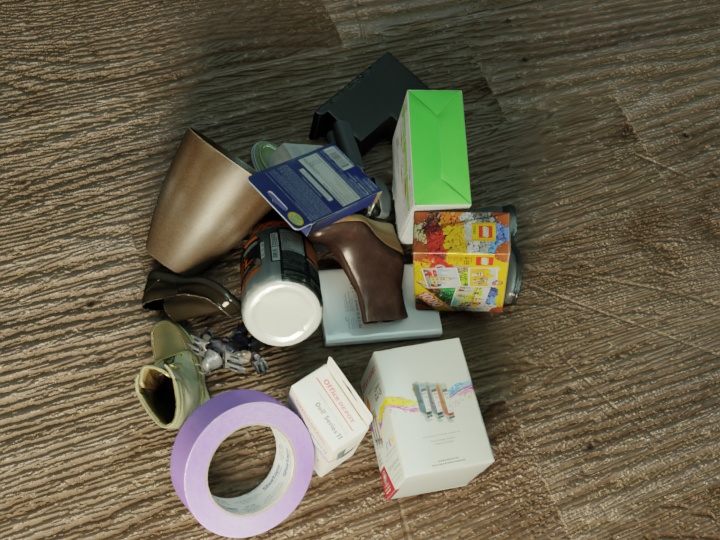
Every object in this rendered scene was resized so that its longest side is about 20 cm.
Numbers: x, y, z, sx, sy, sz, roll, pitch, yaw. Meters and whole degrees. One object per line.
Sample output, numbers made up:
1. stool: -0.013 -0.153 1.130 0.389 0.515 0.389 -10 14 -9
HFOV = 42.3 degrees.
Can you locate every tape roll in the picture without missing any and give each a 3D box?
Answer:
1. tape roll: -0.168 0.276 1.337 0.199 0.066 0.202 -6 103 -29

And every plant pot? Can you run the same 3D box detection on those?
1. plant pot: -0.254 -0.095 1.500 0.186 0.187 0.201 36 95 8

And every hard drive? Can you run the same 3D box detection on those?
1. hard drive: 0.029 0.057 1.568 0.199 0.025 0.133 -4 65 -13

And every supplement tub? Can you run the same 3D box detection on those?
1. supplement tub: -0.124 0.013 1.428 0.122 0.123 0.200 3 31 -10

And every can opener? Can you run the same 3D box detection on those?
1. can opener: -0.002 -0.165 1.568 0.067 0.053 0.201 9 49 -33

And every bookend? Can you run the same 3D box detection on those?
1. bookend: 0.048 -0.257 1.689 0.200 0.092 0.199 42 66 9

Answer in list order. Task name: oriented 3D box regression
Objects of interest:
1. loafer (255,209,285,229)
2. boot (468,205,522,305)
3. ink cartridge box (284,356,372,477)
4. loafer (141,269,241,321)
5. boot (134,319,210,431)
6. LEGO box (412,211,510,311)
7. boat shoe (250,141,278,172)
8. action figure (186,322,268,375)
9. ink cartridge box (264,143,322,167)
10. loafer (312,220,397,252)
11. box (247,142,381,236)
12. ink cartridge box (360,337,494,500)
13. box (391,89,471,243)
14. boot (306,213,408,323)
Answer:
1. loafer: -0.153 -0.089 1.583 0.072 0.063 0.201 -25 71 -22
2. boot: 0.211 -0.028 1.632 0.131 0.070 0.201 0 57 -3
3. ink cartridge box: -0.053 0.219 1.374 0.067 0.200 0.117 -30 72 -22
4. loafer: -0.266 0.053 1.454 0.199 0.073 0.072 7 63 38
5. boot: -0.287 0.151 1.384 0.072 0.155 0.201 -24 70 5
6. LEGO box: 0.159 -0.011 1.484 0.148 0.200 0.078 1 62 6
7. boat shoe: -0.121 -0.156 1.622 0.072 0.062 0.200 -33 74 -24
8. action figure: -0.181 0.112 1.441 0.130 0.070 0.200 29 37 21
9. ink cartridge box: -0.068 -0.157 1.579 0.109 0.050 0.200 56 24 11
10. loafer: -0.024 -0.065 1.582 0.199 0.072 0.063 4 27 -30
11. box: -0.073 -0.124 1.432 0.121 0.032 0.200 46 44 16
12. ink cartridge box: 0.096 0.227 1.430 0.144 0.146 0.201 -7 65 -14
13. box: 0.110 -0.165 1.522 0.096 0.177 0.201 -1 71 -6
14. boot: 0.000 0.000 1.488 0.199 0.072 0.168 3 75 -44
